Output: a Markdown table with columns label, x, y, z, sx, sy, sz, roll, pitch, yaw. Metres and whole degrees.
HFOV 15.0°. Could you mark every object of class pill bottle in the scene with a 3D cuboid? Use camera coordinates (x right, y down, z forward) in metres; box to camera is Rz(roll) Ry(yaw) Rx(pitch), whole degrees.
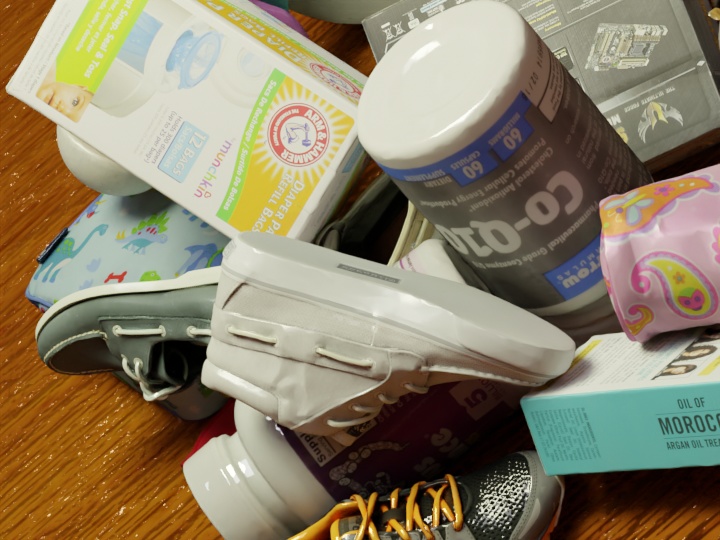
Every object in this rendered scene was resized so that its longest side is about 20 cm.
| label | x | y | z | sx | sy | sz | roll | pitch | yaw |
| --- | --- | --- | --- | --- | --- | --- | --- | --- | --- |
| pill bottle | 0.097 | -0.046 | 1.537 | 0.114 | 0.200 | 0.114 | -27 | 37 | 23 |
| pill bottle | 0.000 | 0.083 | 1.575 | 0.200 | 0.112 | 0.112 | -39 | 35 | 7 |

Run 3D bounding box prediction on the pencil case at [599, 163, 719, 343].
| label | x | y | z | sx | sy | sz | roll | pitch | yaw |
| --- | --- | --- | --- | --- | --- | --- | --- | --- | --- |
| pencil case | 0.226 | -0.022 | 1.449 | 0.200 | 0.088 | 0.088 | -15 | 41 | 11 |

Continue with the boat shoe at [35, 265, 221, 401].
| label | x | y | z | sx | sy | sz | roll | pitch | yaw |
| --- | --- | --- | --- | --- | --- | --- | --- | --- | --- |
| boat shoe | -0.123 | 0.045 | 1.656 | 0.200 | 0.073 | 0.062 | -13 | 63 | 35 |

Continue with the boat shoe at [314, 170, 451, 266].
| label | x | y | z | sx | sy | sz | roll | pitch | yaw |
| --- | --- | --- | --- | --- | --- | --- | --- | --- | --- |
| boat shoe | 0.000 | 0.000 | 1.638 | 0.200 | 0.068 | 0.075 | -54 | 49 | 17 |

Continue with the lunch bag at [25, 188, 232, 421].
| label | x | y | z | sx | sy | sz | roll | pitch | yaw |
| --- | --- | --- | --- | --- | --- | --- | --- | --- | --- |
| lunch bag | -0.118 | 0.000 | 1.808 | 0.161 | 0.082 | 0.200 | -47 | 36 | -11 |

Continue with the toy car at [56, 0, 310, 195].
| label | x | y | z | sx | sy | sz | roll | pitch | yaw |
| --- | --- | --- | --- | --- | --- | --- | --- | --- | --- |
| toy car | -0.103 | -0.140 | 1.800 | 0.200 | 0.150 | 0.175 | -76 | 8 | -58 |

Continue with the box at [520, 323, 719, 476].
| label | x | y | z | sx | sy | sz | roll | pitch | yaw |
| --- | --- | --- | --- | --- | --- | --- | --- | --- | --- |
| box | 0.189 | 0.064 | 1.435 | 0.200 | 0.049 | 0.082 | -7 | 20 | 41 |

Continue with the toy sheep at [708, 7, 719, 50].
| label | x | y | z | sx | sy | sz | roll | pitch | yaw |
| --- | --- | --- | --- | --- | --- | --- | --- | --- | --- |
| toy sheep | 0.273 | -0.130 | 1.513 | 0.138 | 0.138 | 0.200 | -46 | 40 | -5 |

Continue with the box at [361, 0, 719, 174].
| label | x | y | z | sx | sy | sz | roll | pitch | yaw |
| --- | --- | --- | --- | --- | --- | --- | --- | --- | --- |
| box | 0.117 | -0.120 | 1.648 | 0.200 | 0.048 | 0.159 | -26 | 80 | 25 |

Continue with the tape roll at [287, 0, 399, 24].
| label | x | y | z | sx | sy | sz | roll | pitch | yaw |
| --- | --- | --- | --- | --- | --- | --- | --- | --- | --- |
| tape roll | -0.001 | -0.267 | 1.861 | 0.200 | 0.200 | 0.066 | -29 | 36 | 19 |

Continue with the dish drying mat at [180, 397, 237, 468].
| label | x | y | z | sx | sy | sz | roll | pitch | yaw |
| --- | --- | --- | --- | --- | --- | --- | --- | --- | --- |
| dish drying mat | -0.032 | 0.058 | 1.713 | 0.200 | 0.018 | 0.077 | -50 | 37 | -9 |

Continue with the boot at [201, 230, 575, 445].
| label | x | y | z | sx | sy | sz | roll | pitch | yaw |
| --- | --- | --- | --- | --- | --- | --- | --- | --- | --- |
| boot | 0.012 | 0.051 | 1.491 | 0.200 | 0.074 | 0.096 | 17 | 104 | 13 |

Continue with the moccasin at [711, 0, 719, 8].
| label | x | y | z | sx | sy | sz | roll | pitch | yaw |
| --- | --- | --- | --- | --- | --- | --- | --- | --- | --- |
| moccasin | 0.300 | -0.203 | 1.612 | 0.201 | 0.074 | 0.078 | -25 | 42 | 27 |

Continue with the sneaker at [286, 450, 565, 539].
| label | x | y | z | sx | sy | sz | roll | pitch | yaw |
| --- | --- | --- | --- | --- | --- | --- | --- | --- | --- |
| sneaker | 0.022 | 0.153 | 1.511 | 0.200 | 0.077 | 0.078 | -31 | 35 | 14 |

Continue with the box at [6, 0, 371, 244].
| label | x | y | z | sx | sy | sz | roll | pitch | yaw |
| --- | --- | --- | --- | --- | --- | --- | --- | --- | --- |
| box | -0.090 | -0.104 | 1.642 | 0.113 | 0.200 | 0.101 | -58 | -6 | 14 |
